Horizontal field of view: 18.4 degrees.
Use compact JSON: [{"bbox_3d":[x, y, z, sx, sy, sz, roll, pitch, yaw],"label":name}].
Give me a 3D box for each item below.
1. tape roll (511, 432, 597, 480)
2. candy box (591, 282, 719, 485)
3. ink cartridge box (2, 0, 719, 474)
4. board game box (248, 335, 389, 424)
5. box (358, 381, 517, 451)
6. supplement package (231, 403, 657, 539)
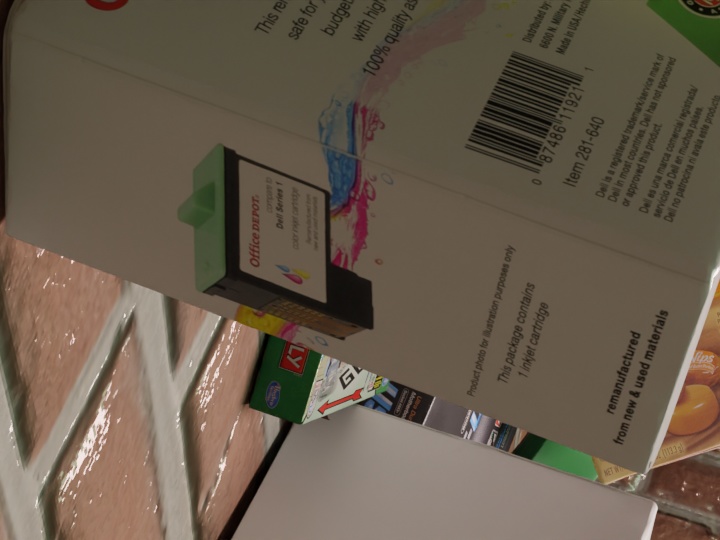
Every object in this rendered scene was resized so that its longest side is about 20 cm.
[{"bbox_3d":[0.112,0.099,1.510,0.201,0.048,0.201,-49,-161,23],"label":"tape roll"},{"bbox_3d":[0.171,0.018,1.361,0.055,0.115,0.201,-6,76,-79],"label":"candy box"},{"bbox_3d":[0.015,-0.049,0.639,0.084,0.199,0.145,102,12,-44],"label":"ink cartridge box"},{"bbox_3d":[0.000,0.000,1.095,0.200,0.029,0.135,-9,117,-78],"label":"board game box"},{"bbox_3d":[0.045,0.099,1.328,0.201,0.049,0.198,-68,162,-6],"label":"box"},{"bbox_3d":[0.027,0.204,1.121,0.147,0.190,0.201,-60,164,-50],"label":"supplement package"}]
